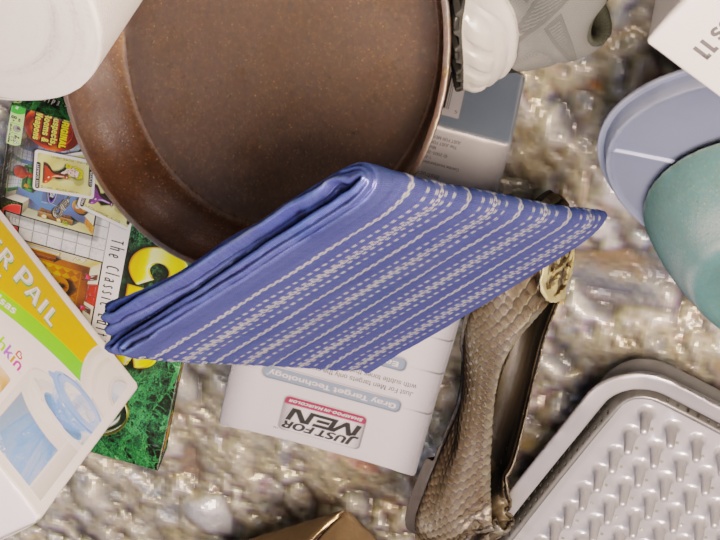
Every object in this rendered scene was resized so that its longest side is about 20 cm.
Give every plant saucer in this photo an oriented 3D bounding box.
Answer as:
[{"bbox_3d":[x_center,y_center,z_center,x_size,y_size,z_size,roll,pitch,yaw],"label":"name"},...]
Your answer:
[{"bbox_3d":[-0.041,-0.098,1.099,0.199,0.034,0.201,3,95,32],"label":"plant saucer"},{"bbox_3d":[0.218,0.003,1.115,0.199,0.036,0.200,11,155,5],"label":"plant saucer"}]

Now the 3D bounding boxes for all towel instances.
[{"bbox_3d":[0.000,0.000,1.072,0.144,0.200,0.024,-31,71,26],"label":"towel"}]

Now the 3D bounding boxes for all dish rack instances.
[{"bbox_3d":[0.151,0.133,1.279,0.171,0.044,0.200,28,127,-8],"label":"dish rack"}]

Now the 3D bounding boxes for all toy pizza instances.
[{"bbox_3d":[0.200,-0.046,1.101,0.199,0.032,0.200,11,155,5],"label":"toy pizza"}]

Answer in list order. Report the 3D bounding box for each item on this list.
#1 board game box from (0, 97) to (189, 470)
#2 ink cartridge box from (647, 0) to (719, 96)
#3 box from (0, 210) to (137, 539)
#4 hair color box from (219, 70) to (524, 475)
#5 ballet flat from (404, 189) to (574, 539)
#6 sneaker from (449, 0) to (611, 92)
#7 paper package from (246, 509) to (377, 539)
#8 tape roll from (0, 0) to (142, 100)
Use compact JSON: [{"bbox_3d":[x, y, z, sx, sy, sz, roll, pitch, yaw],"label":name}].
[{"bbox_3d":[-0.130,0.007,1.259,0.104,0.024,0.201,14,128,-1],"label":"board game box"},{"bbox_3d":[0.172,-0.134,0.973,0.067,0.200,0.117,34,126,-14],"label":"ink cartridge box"},{"bbox_3d":[-0.218,0.025,1.213,0.101,0.113,0.200,-26,109,36],"label":"box"},{"bbox_3d":[0.003,-0.007,1.195,0.099,0.061,0.201,15,127,1],"label":"hair color box"},{"bbox_3d":[0.069,0.054,1.208,0.046,0.067,0.201,31,122,23],"label":"ballet flat"},{"bbox_3d":[0.070,-0.144,1.046,0.079,0.074,0.200,-8,156,-1],"label":"sneaker"},{"bbox_3d":[-0.020,0.238,1.334,0.190,0.104,0.200,-23,120,43],"label":"paper package"},{"bbox_3d":[-0.152,-0.181,0.997,0.202,0.139,0.203,25,155,13],"label":"tape roll"}]
